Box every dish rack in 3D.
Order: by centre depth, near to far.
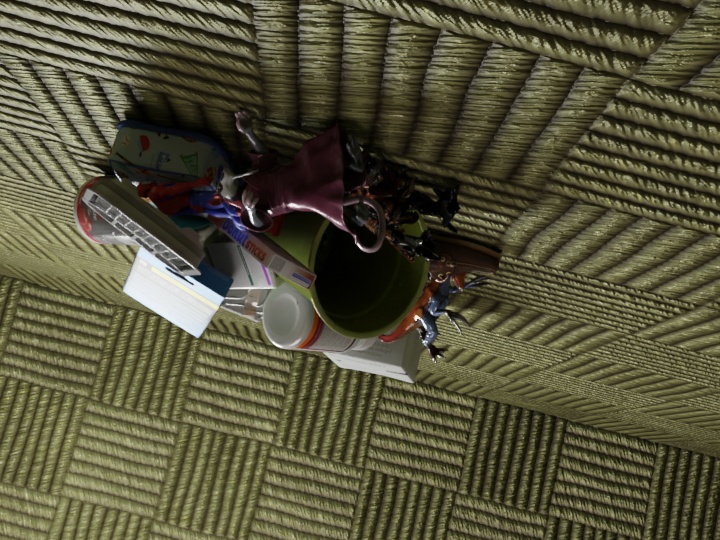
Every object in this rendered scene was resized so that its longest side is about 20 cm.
[{"bbox_3d":[-0.271,-0.059,1.236,0.171,0.044,0.200,39,169,-14],"label":"dish rack"}]

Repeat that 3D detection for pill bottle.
[{"bbox_3d":[-0.352,-0.095,1.517,0.198,0.112,0.110,3,164,42],"label":"pill bottle"},{"bbox_3d":[-0.060,0.082,1.620,0.109,0.111,0.199,4,176,39],"label":"pill bottle"}]

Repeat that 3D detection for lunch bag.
[{"bbox_3d":[-0.240,-0.131,1.311,0.158,0.077,0.200,9,167,10],"label":"lunch bag"}]

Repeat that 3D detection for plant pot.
[{"bbox_3d":[-0.038,-0.026,1.339,0.199,0.202,0.189,23,177,-38],"label":"plant pot"}]

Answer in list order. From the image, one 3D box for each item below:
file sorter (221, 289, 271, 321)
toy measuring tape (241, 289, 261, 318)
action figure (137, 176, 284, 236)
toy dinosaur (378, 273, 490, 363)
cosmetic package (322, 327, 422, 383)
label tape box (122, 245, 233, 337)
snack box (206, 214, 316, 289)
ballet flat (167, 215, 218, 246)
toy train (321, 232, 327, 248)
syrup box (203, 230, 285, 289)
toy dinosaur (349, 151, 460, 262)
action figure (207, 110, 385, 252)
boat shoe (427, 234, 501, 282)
[{"bbox_3d":[-0.193,0.000,1.709,0.123,0.141,0.199,2,163,39],"label":"file sorter"},{"bbox_3d":[-0.151,0.004,1.571,0.073,0.202,0.074,18,-157,-8],"label":"toy measuring tape"},{"bbox_3d":[-0.193,-0.087,1.212,0.197,0.052,0.066,9,161,17],"label":"action figure"},{"bbox_3d":[0.119,0.059,1.589,0.197,0.106,0.183,-4,126,3],"label":"toy dinosaur"},{"bbox_3d":[0.034,0.108,1.873,0.163,0.167,0.200,10,168,13],"label":"cosmetic package"},{"bbox_3d":[-0.268,0.012,1.449,0.143,0.064,0.200,32,152,-7],"label":"label tape box"},{"bbox_3d":[-0.130,-0.033,1.245,0.072,0.024,0.200,28,-176,-36],"label":"snack box"},{"bbox_3d":[-0.236,-0.061,1.425,0.071,0.073,0.200,11,-157,13],"label":"ballet flat"},{"bbox_3d":[0.000,0.000,1.531,0.197,0.087,0.115,12,139,10],"label":"toy train"},{"bbox_3d":[-0.180,-0.022,1.488,0.198,0.082,0.079,0,-155,43],"label":"syrup box"},{"bbox_3d":[0.048,-0.076,1.201,0.135,0.103,0.200,20,177,27],"label":"toy dinosaur"},{"bbox_3d":[-0.082,-0.097,1.115,0.198,0.135,0.149,-7,149,26],"label":"action figure"},{"bbox_3d":[0.108,-0.018,1.435,0.197,0.071,0.070,13,168,-2],"label":"boat shoe"}]
